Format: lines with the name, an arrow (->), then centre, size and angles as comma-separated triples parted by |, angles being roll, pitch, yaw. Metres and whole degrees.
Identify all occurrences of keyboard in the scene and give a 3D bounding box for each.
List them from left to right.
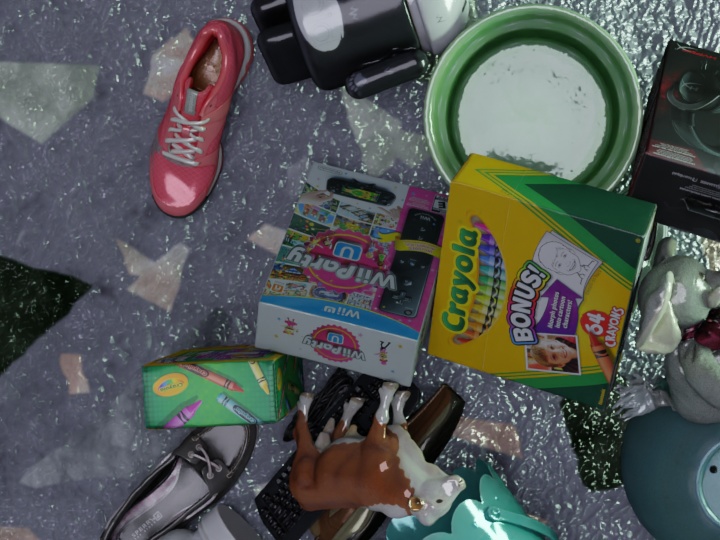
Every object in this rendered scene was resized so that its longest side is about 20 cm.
keyboard -> -0.037, 0.160, 1.535 | 0.200, 0.040, 0.104 | -49, 43, 4

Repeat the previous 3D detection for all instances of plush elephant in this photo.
plush elephant -> 0.308, 0.046, 1.417 | 0.199, 0.165, 0.155 | -10, 115, 14

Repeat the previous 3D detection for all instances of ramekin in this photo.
ramekin -> 0.160, -0.143, 1.505 | 0.199, 0.098, 0.201 | 0, 92, 5

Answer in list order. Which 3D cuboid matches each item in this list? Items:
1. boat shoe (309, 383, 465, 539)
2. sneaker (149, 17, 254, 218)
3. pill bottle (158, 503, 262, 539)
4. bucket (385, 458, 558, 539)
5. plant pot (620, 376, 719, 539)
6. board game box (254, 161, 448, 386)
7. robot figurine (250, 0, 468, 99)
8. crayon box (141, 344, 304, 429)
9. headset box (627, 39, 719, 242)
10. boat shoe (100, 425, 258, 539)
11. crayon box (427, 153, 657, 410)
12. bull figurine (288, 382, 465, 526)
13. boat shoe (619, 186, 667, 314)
boat shoe -> 0.017, 0.185, 1.543 | 0.074, 0.076, 0.200 | 40, 93, 16
sneaker -> -0.163, -0.149, 1.539 | 0.073, 0.087, 0.201 | 17, 94, 5
pill bottle -> -0.182, 0.321, 1.547 | 0.200, 0.109, 0.109 | -42, 88, 5
bucket -> 0.086, 0.285, 1.478 | 0.207, 0.207, 0.135 | -40, 92, 5
plant pot -> 0.346, 0.187, 1.483 | 0.199, 0.135, 0.201 | 0, 92, 4
board game box -> 0.000, 0.000, 1.479 | 0.147, 0.200, 0.064 | 14, 135, 4
robot figurine -> 0.002, -0.240, 1.505 | 0.199, 0.125, 0.151 | -17, 96, 5
crayon box -> -0.123, 0.104, 1.487 | 0.118, 0.200, 0.059 | -3, 92, 5
headset box -> 0.325, -0.105, 1.443 | 0.148, 0.200, 0.077 | 17, 133, 5
boat shoe -> -0.176, 0.215, 1.568 | 0.200, 0.057, 0.067 | -45, 88, 5
crayon box -> 0.157, 0.011, 1.433 | 0.172, 0.058, 0.201 | 16, 129, 13
bull figurine -> 0.008, 0.168, 1.444 | 0.200, 0.065, 0.122 | -9, 71, 43
boat shoe -> 0.241, 0.015, 1.524 | 0.068, 0.057, 0.201 | 20, 94, 4
